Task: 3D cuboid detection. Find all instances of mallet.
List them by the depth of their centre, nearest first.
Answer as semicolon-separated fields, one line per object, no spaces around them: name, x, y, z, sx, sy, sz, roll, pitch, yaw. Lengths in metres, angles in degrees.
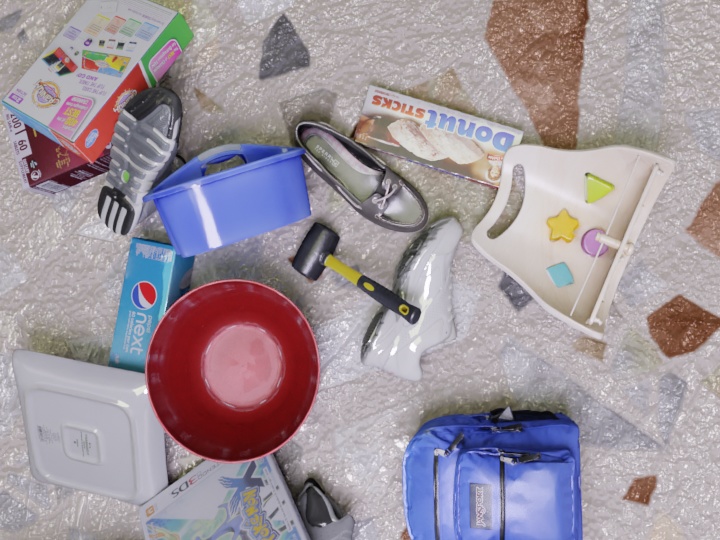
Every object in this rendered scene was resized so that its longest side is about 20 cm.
mallet;0.000;0.000;0.876;0.197;0.041;0.067;23;88;39

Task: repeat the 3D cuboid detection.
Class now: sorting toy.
sorting toy;0.225;-0.054;0.855;0.177;0.107;0.204;24;92;13

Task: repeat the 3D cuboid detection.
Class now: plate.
plate;-0.332;0.203;0.921;0.195;0.032;0.204;10;118;10

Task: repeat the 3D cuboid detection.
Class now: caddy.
caddy;-0.151;-0.091;0.875;0.196;0.141;0.108;-19;101;-18

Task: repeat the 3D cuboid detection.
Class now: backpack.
backpack;0.140;0.232;0.825;0.194;0.168;0.167;-1;81;13

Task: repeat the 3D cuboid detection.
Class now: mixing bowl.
mixing bowl;-0.144;0.116;0.892;0.194;0.108;0.206;0;85;-3

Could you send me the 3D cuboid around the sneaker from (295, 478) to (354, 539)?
sneaker;-0.091;0.307;0.907;0.195;0.075;0.118;3;60;25

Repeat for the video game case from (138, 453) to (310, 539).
video game case;-0.159;0.301;0.866;0.180;0.022;0.201;-35;44;-2

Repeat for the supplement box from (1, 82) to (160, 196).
supplement box;-0.346;-0.184;0.967;0.196;0.061;0.111;-21;83;7

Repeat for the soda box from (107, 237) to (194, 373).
soda box;-0.262;0.066;0.941;0.062;0.068;0.206;11;90;8

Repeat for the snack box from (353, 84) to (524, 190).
snack box;0.093;-0.161;0.915;0.195;0.024;0.074;19;91;9

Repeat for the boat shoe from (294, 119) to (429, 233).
boat shoe;-0.003;-0.112;0.912;0.198;0.057;0.067;38;94;8

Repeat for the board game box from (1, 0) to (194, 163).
board game box;-0.316;-0.243;0.908;0.151;0.040;0.202;28;76;28

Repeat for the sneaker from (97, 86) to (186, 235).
sneaker;-0.245;-0.143;0.916;0.075;0.115;0.201;39;121;6

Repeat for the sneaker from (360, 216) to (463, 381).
sneaker;0.080;0.037;0.894;0.098;0.078;0.203;28;90;-11
